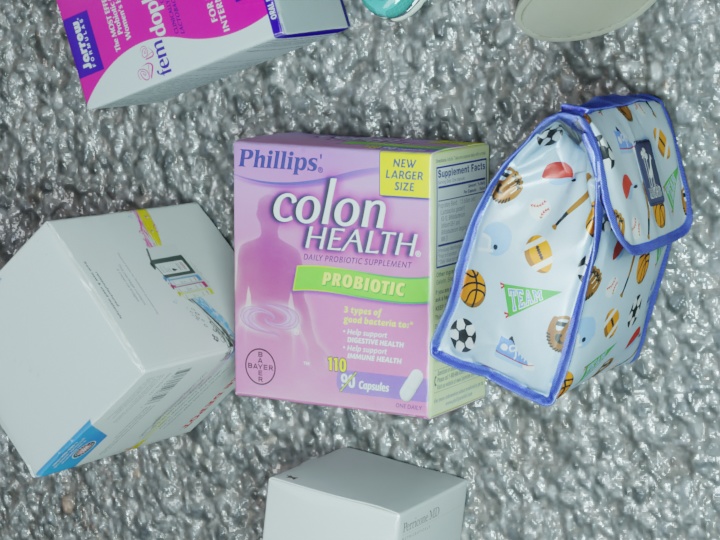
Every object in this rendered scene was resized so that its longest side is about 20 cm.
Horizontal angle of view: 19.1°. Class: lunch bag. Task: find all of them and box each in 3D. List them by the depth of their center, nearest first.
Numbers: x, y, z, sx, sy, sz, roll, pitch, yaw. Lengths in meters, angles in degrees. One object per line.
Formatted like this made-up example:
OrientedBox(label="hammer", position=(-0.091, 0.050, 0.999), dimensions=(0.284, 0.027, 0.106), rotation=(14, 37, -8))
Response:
OrientedBox(label="lunch bag", position=(0.154, -0.024, 1.507), dimensions=(0.123, 0.170, 0.201), rotation=(21, 107, 23))

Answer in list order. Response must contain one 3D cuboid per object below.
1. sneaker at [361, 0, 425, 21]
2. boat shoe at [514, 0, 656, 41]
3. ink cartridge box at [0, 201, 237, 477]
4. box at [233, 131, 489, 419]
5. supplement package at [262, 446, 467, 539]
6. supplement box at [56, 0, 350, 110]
OrientedBox(label="sneaker", position=(0.033, -0.285, 1.592), dimensions=(0.077, 0.080, 0.201), rotation=(23, 109, 25))
OrientedBox(label="boat shoe", position=(0.192, -0.234, 1.532), dimensions=(0.200, 0.072, 0.063), rotation=(-33, 37, 35))
OrientedBox(label="ink cartridge box", position=(-0.190, 0.050, 1.700), dimensions=(0.147, 0.200, 0.145), rotation=(-43, 74, 28))
OrientedBox(label="box", position=(0.000, 0.000, 1.643), dimensions=(0.175, 0.097, 0.202), rotation=(6, 99, 29))
OrientedBox(label="supplement package", position=(-0.003, 0.256, 1.667), dimensions=(0.119, 0.121, 0.202), rotation=(12, 104, 28))
OrientedBox(label="supplement box", position=(-0.126, -0.204, 1.684), dimensions=(0.199, 0.103, 0.102), rotation=(-18, 89, 32))
